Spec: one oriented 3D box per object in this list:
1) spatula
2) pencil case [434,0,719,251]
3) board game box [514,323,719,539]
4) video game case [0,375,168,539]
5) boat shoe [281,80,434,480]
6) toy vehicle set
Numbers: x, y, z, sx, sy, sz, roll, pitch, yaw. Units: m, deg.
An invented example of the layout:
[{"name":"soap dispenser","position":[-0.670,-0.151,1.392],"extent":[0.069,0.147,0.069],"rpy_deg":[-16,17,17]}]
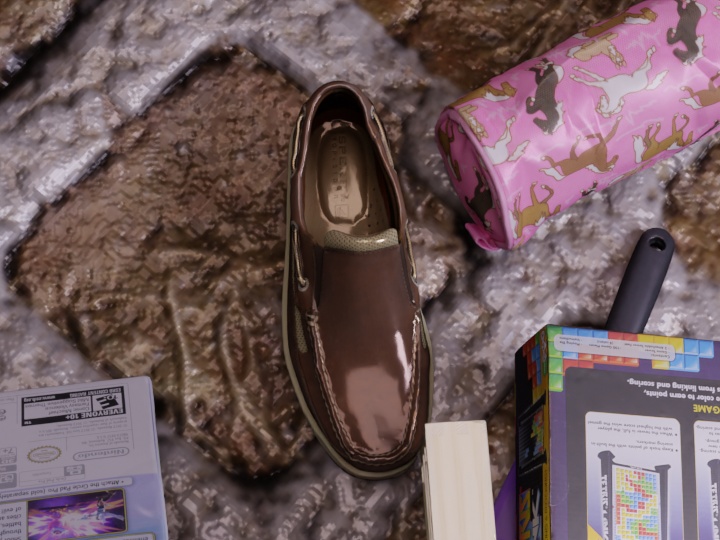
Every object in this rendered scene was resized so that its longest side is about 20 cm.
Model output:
[{"name":"spatula","position":[0.121,0.063,0.812],"extent":[0.056,0.021,0.201],"rpy_deg":[22,71,9]},{"name":"pencil case","position":[0.135,-0.085,0.832],"extent":[0.199,0.083,0.087],"rpy_deg":[-26,82,-12]},{"name":"board game box","position":[0.174,0.119,0.764],"extent":[0.199,0.057,0.166],"rpy_deg":[6,72,-11]},{"name":"video game case","position":[-0.184,0.128,0.707],"extent":[0.199,0.046,0.182],"rpy_deg":[-6,34,-8]},{"name":"boat shoe","position":[-0.006,0.001,0.799],"extent":[0.074,0.075,0.203],"rpy_deg":[-9,72,-6]},{"name":"toy vehicle set","position":[0.048,0.172,0.705],"extent":[0.026,0.124,0.201],"rpy_deg":[-4,77,1]}]
